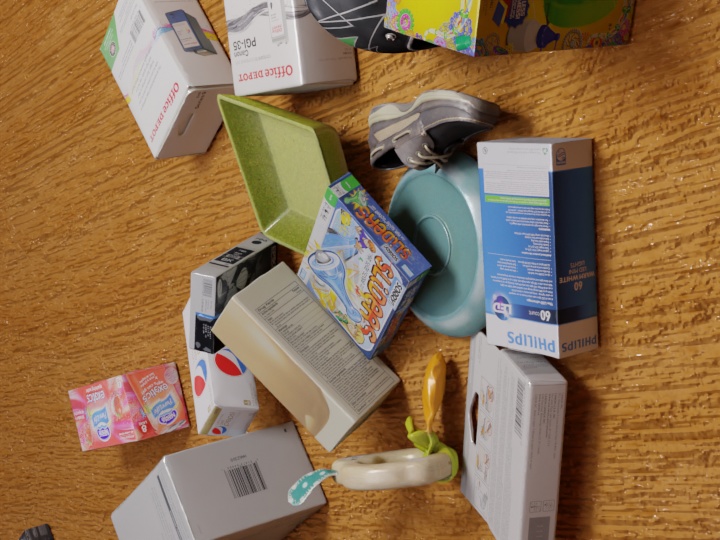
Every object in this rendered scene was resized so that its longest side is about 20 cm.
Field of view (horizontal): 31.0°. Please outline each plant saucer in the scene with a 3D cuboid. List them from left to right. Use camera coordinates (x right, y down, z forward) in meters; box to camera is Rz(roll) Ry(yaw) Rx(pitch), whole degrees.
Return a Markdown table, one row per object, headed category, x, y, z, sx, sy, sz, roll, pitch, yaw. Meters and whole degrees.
| category | x | y | z | sx | sy | sz | roll | pitch | yaw |
| --- | --- | --- | --- | --- | --- | --- | --- | --- | --- |
| plant saucer | -0.069 | -0.108 | 1.502 | 0.199 | 0.048 | 0.201 | 25 | 140 | 47 |
| plant saucer | 0.084 | -0.028 | 1.369 | 0.200 | 0.027 | 0.202 | 15 | 108 | 55 |

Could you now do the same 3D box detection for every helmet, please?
| category | x | y | z | sx | sy | sz | roll | pitch | yaw |
| --- | --- | --- | --- | --- | --- | --- | --- | --- | --- |
| helmet | 0.029 | -0.300 | 1.243 | 0.199 | 0.190 | 0.202 | 18 | 114 | 50 |

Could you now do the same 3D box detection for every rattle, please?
| category | x | y | z | sx | sy | sz | roll | pitch | yaw |
| --- | --- | --- | --- | --- | --- | --- | --- | --- | --- |
| rattle | 0.003 | 0.181 | 1.432 | 0.199 | 0.130 | 0.144 | -6 | 107 | 34 |

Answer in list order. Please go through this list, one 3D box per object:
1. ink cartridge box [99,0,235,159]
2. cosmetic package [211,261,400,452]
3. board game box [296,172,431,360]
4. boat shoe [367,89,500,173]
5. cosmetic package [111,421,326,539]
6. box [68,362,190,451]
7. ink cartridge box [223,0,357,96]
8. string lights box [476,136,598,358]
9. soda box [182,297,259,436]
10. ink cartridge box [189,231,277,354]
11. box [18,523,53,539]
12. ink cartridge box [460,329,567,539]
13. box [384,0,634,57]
| category | x | y | z | sx | sy | sz | roll | pitch | yaw |
| --- | --- | --- | --- | --- | --- | --- | --- | --- | --- |
| ink cartridge box | -0.254 | -0.269 | 1.712 | 0.201 | 0.087 | 0.146 | 62 | 140 | 24 |
| cosmetic package | -0.063 | 0.098 | 1.489 | 0.200 | 0.105 | 0.071 | 45 | 132 | 9 |
| board game box | 0.000 | 0.000 | 1.413 | 0.136 | 0.034 | 0.200 | 49 | 153 | 15 |
| boat shoe | 0.073 | -0.135 | 1.318 | 0.200 | 0.074 | 0.074 | -3 | 77 | 62 |
| cosmetic package | -0.186 | 0.309 | 1.677 | 0.200 | 0.198 | 0.124 | -45 | 63 | 48 |
| box | -0.352 | 0.209 | 1.956 | 0.199 | 0.094 | 0.104 | -17 | 86 | 53 |
| ink cartridge box | -0.086 | -0.305 | 1.484 | 0.146 | 0.082 | 0.202 | 1 | 100 | 52 |
| string lights box | 0.169 | -0.024 | 1.242 | 0.102 | 0.059 | 0.202 | 9 | 106 | 52 |
| soda box | -0.183 | 0.115 | 1.686 | 0.068 | 0.063 | 0.201 | -58 | 35 | 41 |
| ink cartridge box | -0.144 | 0.021 | 1.581 | 0.039 | 0.200 | 0.100 | 11 | 112 | 20 |
| box | -0.607 | 0.587 | 2.427 | 0.200 | 0.049 | 0.159 | -48 | 61 | 47 |
| ink cartridge box | 0.154 | 0.174 | 1.326 | 0.176 | 0.044 | 0.202 | -128 | 38 | -68 |
| box | 0.137 | -0.298 | 1.102 | 0.122 | 0.191 | 0.202 | 28 | 121 | 46 |
